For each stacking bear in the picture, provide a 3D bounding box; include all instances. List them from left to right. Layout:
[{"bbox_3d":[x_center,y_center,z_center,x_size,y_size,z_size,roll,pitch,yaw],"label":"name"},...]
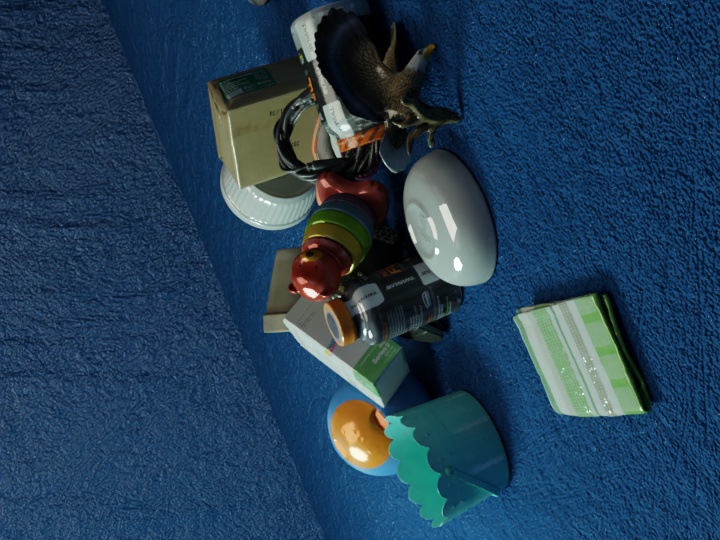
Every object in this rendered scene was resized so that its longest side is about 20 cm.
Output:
[{"bbox_3d":[-0.043,-0.039,1.383,0.121,0.200,0.114,12,141,19],"label":"stacking bear"}]

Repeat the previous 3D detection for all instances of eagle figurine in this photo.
[{"bbox_3d":[0.041,-0.247,1.191,0.200,0.151,0.152,44,162,32],"label":"eagle figurine"}]

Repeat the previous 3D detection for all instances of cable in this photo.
[{"bbox_3d":[-0.049,-0.215,1.435,0.163,0.200,0.051,51,-157,-8],"label":"cable"}]

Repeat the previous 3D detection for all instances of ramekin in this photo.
[{"bbox_3d":[-0.172,-0.191,1.784,0.201,0.199,0.105,65,153,13],"label":"ramekin"}]

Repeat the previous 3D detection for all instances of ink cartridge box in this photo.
[{"bbox_3d":[-0.022,0.129,1.543,0.200,0.088,0.145,33,166,20],"label":"ink cartridge box"}]

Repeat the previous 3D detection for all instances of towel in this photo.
[{"bbox_3d":[0.264,0.103,1.079,0.150,0.031,0.200,66,161,1],"label":"towel"}]

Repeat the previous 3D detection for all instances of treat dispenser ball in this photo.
[{"bbox_3d":[0.039,0.275,1.660,0.201,0.200,0.201,56,159,35],"label":"treat dispenser ball"}]

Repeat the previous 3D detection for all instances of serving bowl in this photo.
[{"bbox_3d":[0.112,-0.066,1.271,0.200,0.066,0.201,56,158,37],"label":"serving bowl"}]

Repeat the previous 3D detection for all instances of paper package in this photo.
[{"bbox_3d":[-0.160,-0.272,1.637,0.104,0.199,0.191,54,156,39],"label":"paper package"}]

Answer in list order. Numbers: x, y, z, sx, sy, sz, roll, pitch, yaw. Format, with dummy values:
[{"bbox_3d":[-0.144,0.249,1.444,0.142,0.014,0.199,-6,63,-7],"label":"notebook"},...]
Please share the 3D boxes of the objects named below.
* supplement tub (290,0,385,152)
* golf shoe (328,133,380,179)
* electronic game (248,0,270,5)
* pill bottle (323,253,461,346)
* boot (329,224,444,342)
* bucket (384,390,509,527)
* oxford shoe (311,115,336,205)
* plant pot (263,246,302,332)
[{"bbox_3d":[-0.016,-0.282,1.313,0.201,0.122,0.122,71,163,-6],"label":"supplement tub"},{"bbox_3d":[-0.033,-0.246,1.496,0.091,0.075,0.201,-167,59,-74],"label":"golf shoe"},{"bbox_3d":[-0.202,-0.590,1.658,0.200,0.041,0.201,44,144,44],"label":"electronic game"},{"bbox_3d":[0.046,0.048,1.375,0.106,0.199,0.107,55,158,36],"label":"pill bottle"},{"bbox_3d":[0.062,0.019,1.485,0.073,0.203,0.154,-41,28,63],"label":"boot"},{"bbox_3d":[0.143,0.306,1.488,0.208,0.134,0.208,58,160,35],"label":"bucket"},{"bbox_3d":[-0.038,-0.197,1.611,0.072,0.071,0.201,20,132,30],"label":"oxford shoe"},{"bbox_3d":[-0.115,0.039,1.926,0.200,0.199,0.175,165,101,-73],"label":"plant pot"}]
